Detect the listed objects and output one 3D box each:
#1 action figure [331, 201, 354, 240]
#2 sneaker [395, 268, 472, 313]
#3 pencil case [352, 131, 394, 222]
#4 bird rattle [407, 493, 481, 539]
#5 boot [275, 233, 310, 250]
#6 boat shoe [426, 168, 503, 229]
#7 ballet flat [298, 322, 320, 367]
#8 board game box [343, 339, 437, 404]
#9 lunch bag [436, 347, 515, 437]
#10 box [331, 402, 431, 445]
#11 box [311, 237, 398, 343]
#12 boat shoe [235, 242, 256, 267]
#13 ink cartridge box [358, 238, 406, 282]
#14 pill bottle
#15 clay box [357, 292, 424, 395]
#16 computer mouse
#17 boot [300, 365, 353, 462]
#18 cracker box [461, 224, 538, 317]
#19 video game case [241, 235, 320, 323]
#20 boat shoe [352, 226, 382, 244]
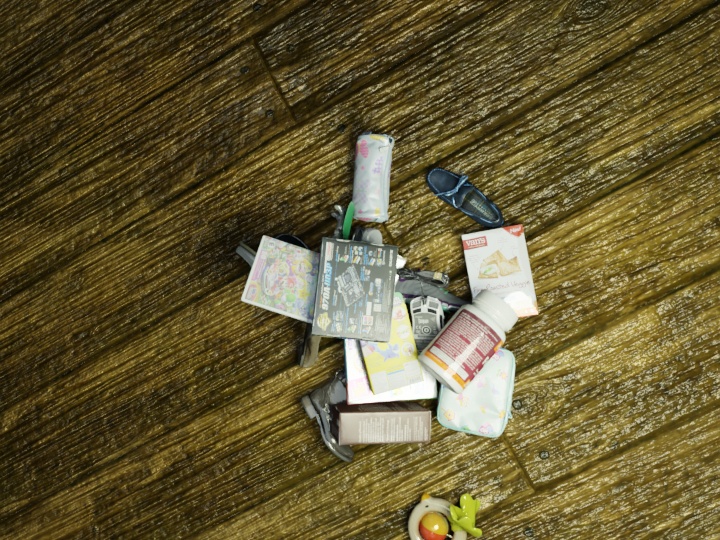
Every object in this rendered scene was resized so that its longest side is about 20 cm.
[{"bbox_3d":[-0.053,-0.042,1.310,0.055,0.118,0.200,8,69,-8],"label":"action figure"},{"bbox_3d":[0.154,0.042,1.326,0.200,0.074,0.088,10,84,10],"label":"sneaker"},{"bbox_3d":[0.030,-0.209,1.350,0.091,0.083,0.200,5,89,32],"label":"pencil case"},{"bbox_3d":[0.183,0.577,1.302,0.163,0.113,0.200,23,104,21],"label":"bird rattle"},{"bbox_3d":[-0.142,-0.009,1.327,0.076,0.168,0.200,-37,82,4],"label":"boot"},{"bbox_3d":[0.237,-0.170,1.322,0.200,0.069,0.084,31,92,10],"label":"boat shoe"},{"bbox_3d":[-0.101,0.149,1.328,0.046,0.067,0.200,7,131,-14],"label":"ballet flat"},{"bbox_3d":[0.065,0.212,1.319,0.200,0.040,0.153,-2,84,-6],"label":"board game box"},{"bbox_3d":[0.254,0.258,1.291,0.160,0.077,0.200,10,85,9],"label":"lunch bag"},{"bbox_3d":[0.043,0.329,1.282,0.200,0.100,0.075,3,88,-11],"label":"box"},{"bbox_3d":[-0.011,0.040,1.207,0.159,0.046,0.200,6,81,-6],"label":"box"},{"bbox_3d":[-0.222,0.017,1.387,0.200,0.075,0.068,41,89,8],"label":"boat shoe"},{"bbox_3d":[0.010,0.044,1.296,0.109,0.050,0.200,22,95,-10],"label":"ink cartridge box"},{"bbox_3d":[0.222,0.143,1.219,0.114,0.114,0.200,41,82,9],"label":"pill bottle"},{"bbox_3d":[0.055,0.152,1.264,0.115,0.048,0.200,-14,95,-7],"label":"clay box"},{"bbox_3d":[0.140,0.088,1.273,0.110,0.044,0.200,1,111,19],"label":"computer mouse"},{"bbox_3d":[-0.022,0.311,1.347,0.174,0.069,0.200,-34,90,-2],"label":"boot"},{"bbox_3d":[0.304,0.009,1.308,0.134,0.058,0.200,-10,85,9],"label":"cracker box"},{"bbox_3d":[-0.128,0.025,1.226,0.200,0.018,0.143,18,80,-5],"label":"video game case"},{"bbox_3d":[0.000,0.000,1.358,0.068,0.072,0.200,15,105,43],"label":"boat shoe"}]
